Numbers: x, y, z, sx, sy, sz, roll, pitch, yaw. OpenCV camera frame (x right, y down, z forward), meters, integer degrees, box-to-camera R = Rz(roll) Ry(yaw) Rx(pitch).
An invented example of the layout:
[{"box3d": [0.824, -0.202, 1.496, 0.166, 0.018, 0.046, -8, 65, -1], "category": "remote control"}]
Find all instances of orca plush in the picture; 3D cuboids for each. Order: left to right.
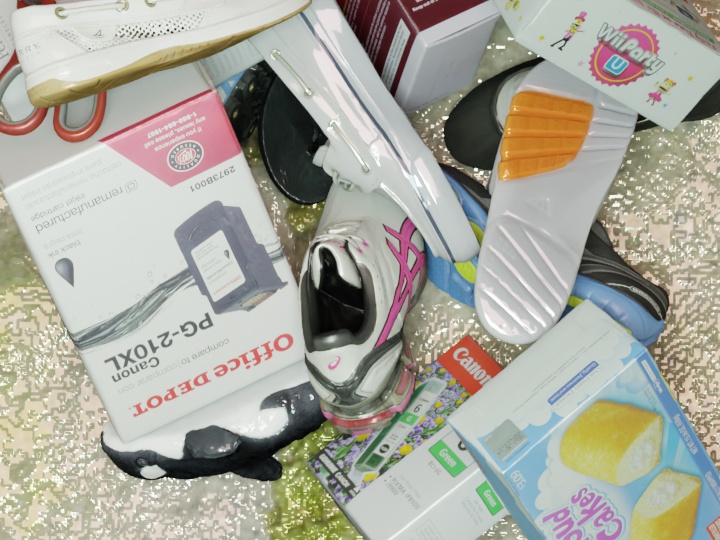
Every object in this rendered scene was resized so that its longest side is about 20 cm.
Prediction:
[{"box3d": [-0.063, 0.097, 1.739, 0.199, 0.071, 0.105, -28, 33, -13], "category": "orca plush"}]

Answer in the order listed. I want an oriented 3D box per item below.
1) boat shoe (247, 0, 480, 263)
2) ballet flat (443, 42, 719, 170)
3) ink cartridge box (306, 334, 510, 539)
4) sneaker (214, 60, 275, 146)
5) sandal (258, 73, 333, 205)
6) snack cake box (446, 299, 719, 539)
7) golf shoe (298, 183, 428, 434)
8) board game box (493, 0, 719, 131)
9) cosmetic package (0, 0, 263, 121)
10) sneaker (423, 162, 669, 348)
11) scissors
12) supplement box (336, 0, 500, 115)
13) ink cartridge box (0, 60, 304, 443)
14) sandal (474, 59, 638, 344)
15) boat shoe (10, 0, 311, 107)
[{"box3d": [0.001, -0.081, 1.692, 0.067, 0.074, 0.200, -32, 84, 3], "category": "boat shoe"}, {"box3d": [0.150, -0.117, 1.756, 0.199, 0.068, 0.068, -15, 79, 0], "category": "ballet flat"}, {"box3d": [0.075, 0.099, 1.695, 0.200, 0.050, 0.109, -38, 38, -5], "category": "ink cartridge box"}, {"box3d": [-0.126, -0.083, 1.764, 0.072, 0.072, 0.200, 36, 79, 17], "category": "sneaker"}, {"box3d": [-0.009, -0.140, 1.770, 0.075, 0.048, 0.201, 25, 80, -12], "category": "sandal"}, {"box3d": [0.148, 0.126, 1.639, 0.115, 0.200, 0.067, -41, 43, -7], "category": "snack cake box"}, {"box3d": [0.000, 0.000, 1.685, 0.072, 0.092, 0.201, -11, 46, 11], "category": "golf shoe"}, {"box3d": [0.130, -0.195, 1.687, 0.064, 0.147, 0.200, -48, 40, 20], "category": "board game box"}, {"box3d": [-0.171, -0.203, 1.734, 0.199, 0.123, 0.200, -31, 57, -3], "category": "cosmetic package"}, {"box3d": [0.111, -0.006, 1.740, 0.199, 0.083, 0.071, 32, 123, 22], "category": "sneaker"}, {"box3d": [-0.192, -0.169, 1.638, 0.073, 0.014, 0.201, -6, 69, 6], "category": "scissors"}, {"box3d": [0.008, -0.211, 1.720, 0.061, 0.109, 0.200, -26, 75, -17], "category": "supplement box"}, {"box3d": [-0.128, -0.014, 1.682, 0.144, 0.084, 0.201, -25, 120, -5], "category": "ink cartridge box"}, {"box3d": [0.110, -0.042, 1.682, 0.079, 0.059, 0.207, 22, 66, -2], "category": "sandal"}, {"box3d": [-0.117, -0.156, 1.601, 0.199, 0.071, 0.070, -21, 89, -36], "category": "boat shoe"}]
